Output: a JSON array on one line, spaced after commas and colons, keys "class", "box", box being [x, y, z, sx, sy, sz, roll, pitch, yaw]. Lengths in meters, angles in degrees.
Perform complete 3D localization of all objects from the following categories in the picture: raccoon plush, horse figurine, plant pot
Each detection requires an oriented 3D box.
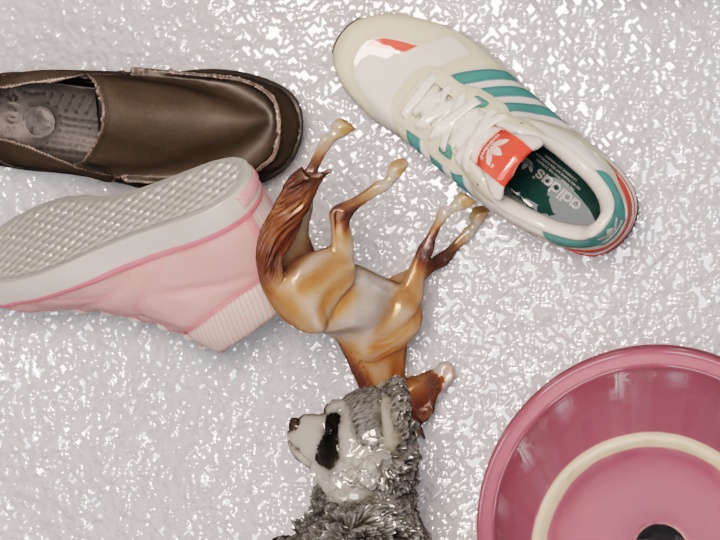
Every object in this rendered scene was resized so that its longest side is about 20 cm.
[{"class": "raccoon plush", "box": [0.035, 0.148, 1.612, 0.199, 0.097, 0.134, 32, 93, -25]}, {"class": "horse figurine", "box": [0.000, 0.000, 1.603, 0.050, 0.200, 0.133, 34, 93, 42]}, {"class": "plant pot", "box": [0.157, 0.143, 1.571, 0.199, 0.179, 0.201, 0, 92, 7]}]

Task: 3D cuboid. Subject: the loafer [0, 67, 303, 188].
[{"class": "loafer", "box": [-0.132, -0.078, 1.647, 0.199, 0.071, 0.074, 0, 92, 6]}]

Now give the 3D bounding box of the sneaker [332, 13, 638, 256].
[{"class": "sneaker", "box": [0.070, -0.079, 1.615, 0.199, 0.093, 0.070, 37, 95, 3]}]

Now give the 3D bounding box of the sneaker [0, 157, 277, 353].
[{"class": "sneaker", "box": [-0.124, 0.008, 1.647, 0.199, 0.076, 0.105, -14, 126, 27]}]
